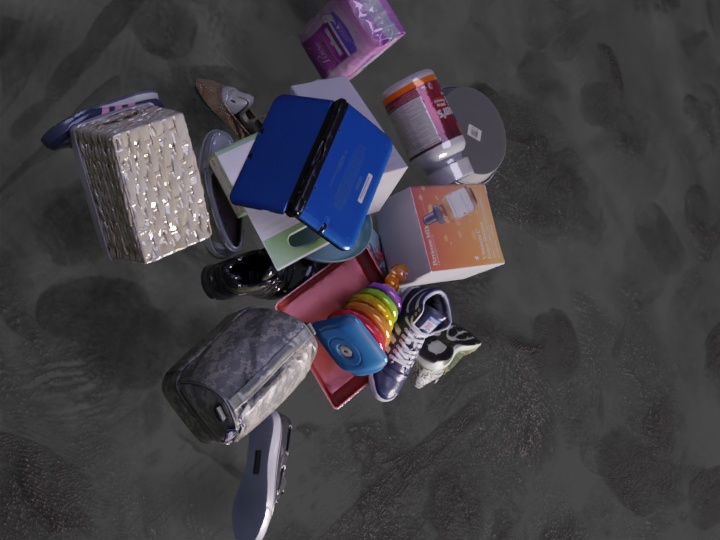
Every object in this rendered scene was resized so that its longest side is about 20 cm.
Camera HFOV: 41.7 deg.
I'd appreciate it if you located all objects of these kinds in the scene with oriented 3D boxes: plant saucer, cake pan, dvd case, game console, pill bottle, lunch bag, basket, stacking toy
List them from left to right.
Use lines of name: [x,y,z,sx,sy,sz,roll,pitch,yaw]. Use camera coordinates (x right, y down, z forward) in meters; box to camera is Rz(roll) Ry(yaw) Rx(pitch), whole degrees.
basket: [-0.302,-0.121,1.330,0.134,0.122,0.204,-27,117,-36]
lunch bag: [-0.169,0.151,1.371,0.200,0.167,0.140,-43,104,-34]
game console: [-0.070,-0.149,1.419,0.170,0.117,0.203,35,66,-29]
plant saucer: [-0.075,-0.087,1.540,0.196,0.028,0.203,14,47,-16]
plant saucer: [-0.026,0.088,1.553,0.199,0.037,0.202,-36,103,-27]
dvd case: [0.000,0.000,1.621,0.201,0.022,0.146,52,55,-16]
stacking toy: [0.024,0.061,1.519,0.110,0.115,0.201,52,51,-20]
pill bottle: [0.123,-0.249,1.708,0.109,0.109,0.203,-26,91,-37]
cake pan: [0.208,-0.264,1.824,0.197,0.036,0.205,9,74,-34]

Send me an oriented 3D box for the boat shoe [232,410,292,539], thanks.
boat shoe: [-0.140,0.312,1.421,0.066,0.069,0.204,23,68,-49]

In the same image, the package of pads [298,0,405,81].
package of pads: [-0.019,-0.400,1.593,0.075,0.199,0.122,-33,95,-31]

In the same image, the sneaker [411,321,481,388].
sneaker: [0.142,0.152,1.669,0.077,0.090,0.199,38,29,24]

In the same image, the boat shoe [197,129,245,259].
boat shoe: [-0.209,-0.123,1.471,0.073,0.064,0.206,7,75,-34]

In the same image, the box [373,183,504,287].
box: [0.138,-0.063,1.668,0.198,0.106,0.155,-7,80,-42]

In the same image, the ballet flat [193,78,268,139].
ballet flat: [-0.179,-0.242,1.511,0.200,0.065,0.071,47,33,-15]

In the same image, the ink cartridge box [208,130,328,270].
ink cartridge box: [-0.124,-0.115,1.451,0.144,0.048,0.203,-28,92,-27]

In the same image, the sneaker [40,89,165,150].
sneaker: [-0.362,-0.198,1.376,0.198,0.070,0.083,-29,94,-35]

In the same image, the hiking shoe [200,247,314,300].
hiking shoe: [-0.143,0.006,1.466,0.197,0.100,0.077,-11,86,-37]

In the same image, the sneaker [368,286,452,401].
sneaker: [0.082,0.115,1.529,0.069,0.108,0.203,29,73,-23]

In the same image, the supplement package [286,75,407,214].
supplement package: [-0.039,-0.196,1.540,0.120,0.120,0.202,-18,67,-36]
